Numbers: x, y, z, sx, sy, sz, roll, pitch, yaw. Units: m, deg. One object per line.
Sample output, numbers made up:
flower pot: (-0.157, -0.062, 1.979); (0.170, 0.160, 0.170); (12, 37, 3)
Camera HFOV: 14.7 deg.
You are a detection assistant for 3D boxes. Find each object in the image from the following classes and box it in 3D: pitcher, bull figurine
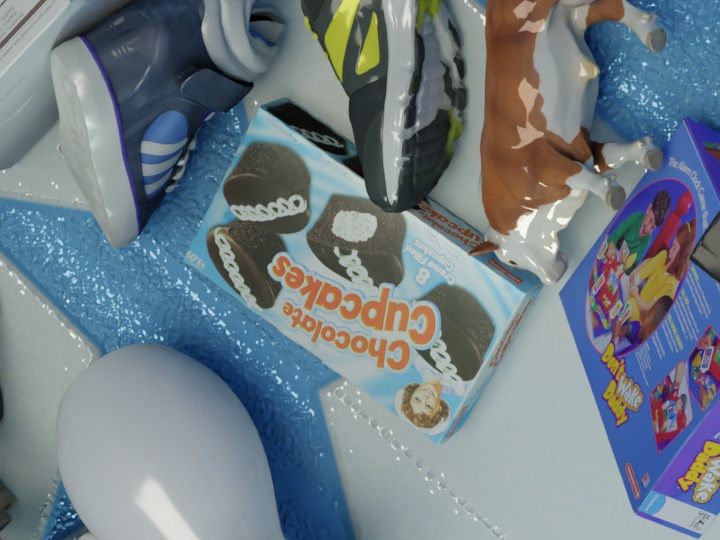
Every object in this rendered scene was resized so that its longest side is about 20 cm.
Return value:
pitcher: (-0.121, 0.160, 1.706); (0.171, 0.121, 0.200); (-42, 62, 13)
bull figurine: (0.111, -0.087, 1.576); (0.121, 0.065, 0.201); (4, 102, 45)

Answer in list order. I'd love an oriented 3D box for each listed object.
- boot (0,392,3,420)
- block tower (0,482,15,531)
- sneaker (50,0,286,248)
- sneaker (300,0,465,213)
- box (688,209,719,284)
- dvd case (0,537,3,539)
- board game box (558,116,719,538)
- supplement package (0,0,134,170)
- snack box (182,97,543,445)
boot: (-0.293, 0.048, 1.770); (0.070, 0.146, 0.201); (-16, 96, 30)
block tower: (-0.314, 0.108, 1.848); (0.200, 0.054, 0.058); (49, 117, 7)
sneaker: (-0.105, -0.100, 1.682); (0.081, 0.146, 0.200); (58, 165, 26)
sneaker: (0.009, -0.135, 1.628); (0.084, 0.074, 0.201); (3, 96, 31)
box: (0.272, -0.013, 1.453); (0.141, 0.200, 0.079); (42, 117, 10)
dvd case: (-0.195, 0.243, 1.751); (0.200, 0.016, 0.149); (44, 154, 36)
board game box: (0.180, 0.028, 1.517); (0.045, 0.200, 0.135); (22, 119, -23)
supplement package: (-0.225, -0.150, 1.679); (0.200, 0.156, 0.111); (-41, 82, 28)
snack box: (0.000, 0.000, 1.679); (0.200, 0.037, 0.117); (35, 116, 13)
